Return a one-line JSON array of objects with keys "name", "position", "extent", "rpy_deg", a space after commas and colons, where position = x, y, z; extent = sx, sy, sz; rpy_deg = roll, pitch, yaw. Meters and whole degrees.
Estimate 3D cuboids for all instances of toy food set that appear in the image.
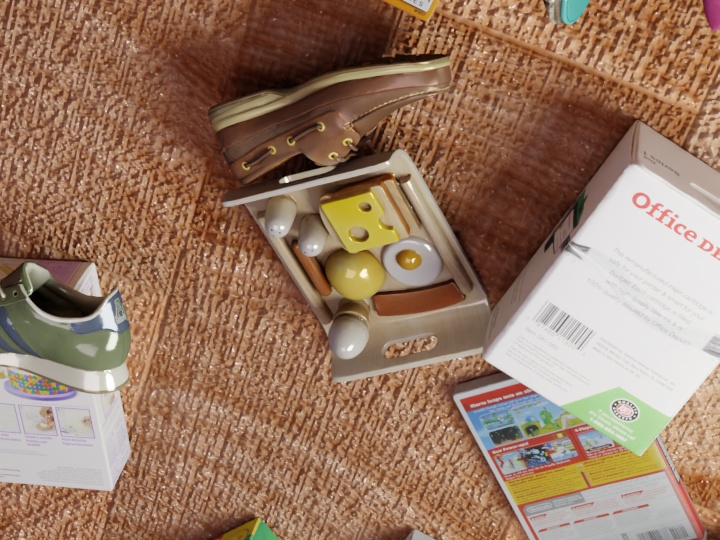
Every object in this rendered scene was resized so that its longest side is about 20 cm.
[{"name": "toy food set", "position": [0.000, 0.000, 1.470], "extent": [0.142, 0.061, 0.201], "rpy_deg": [-13, 130, 24]}]

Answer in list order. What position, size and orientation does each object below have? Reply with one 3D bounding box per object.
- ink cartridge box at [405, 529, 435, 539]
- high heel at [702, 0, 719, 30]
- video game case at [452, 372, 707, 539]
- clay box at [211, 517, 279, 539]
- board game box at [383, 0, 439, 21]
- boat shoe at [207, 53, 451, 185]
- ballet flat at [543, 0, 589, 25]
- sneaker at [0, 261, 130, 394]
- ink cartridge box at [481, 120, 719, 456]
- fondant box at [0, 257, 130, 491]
[{"name": "ink cartridge box", "position": [0.042, 0.327, 1.697], "extent": [0.108, 0.050, 0.200], "rpy_deg": [30, 125, -5]}, {"name": "high heel", "position": [0.320, -0.194, 1.255], "extent": [0.198, 0.067, 0.097], "rpy_deg": [8, 115, 17]}, {"name": "video game case", "position": [0.179, 0.158, 1.566], "extent": [0.142, 0.017, 0.201], "rpy_deg": [-17, 117, 25]}, {"name": "clay box", "position": [-0.135, 0.309, 1.739], "extent": [0.199, 0.048, 0.115], "rpy_deg": [-29, 110, 29]}, {"name": "board game box", "position": [0.011, -0.318, 1.186], "extent": [0.199, 0.200, 0.201], "rpy_deg": [25, 126, -2]}, {"name": "boat shoe", "position": [-0.017, -0.111, 1.401], "extent": [0.199, 0.072, 0.068], "rpy_deg": [-13, 94, 30]}, {"name": "ballet flat", "position": [0.148, -0.265, 1.275], "extent": [0.075, 0.068, 0.201], "rpy_deg": [33, 123, 20]}, {"name": "sneaker", "position": [-0.273, 0.030, 1.519], "extent": [0.198, 0.067, 0.091], "rpy_deg": [13, 117, 7]}, {"name": "ink cartridge box", "position": [0.204, 0.013, 1.412], "extent": [0.146, 0.084, 0.200], "rpy_deg": [32, 119, -7]}, {"name": "fondant box", "position": [-0.282, 0.087, 1.628], "extent": [0.143, 0.058, 0.201], "rpy_deg": [3, 124, 14]}]
